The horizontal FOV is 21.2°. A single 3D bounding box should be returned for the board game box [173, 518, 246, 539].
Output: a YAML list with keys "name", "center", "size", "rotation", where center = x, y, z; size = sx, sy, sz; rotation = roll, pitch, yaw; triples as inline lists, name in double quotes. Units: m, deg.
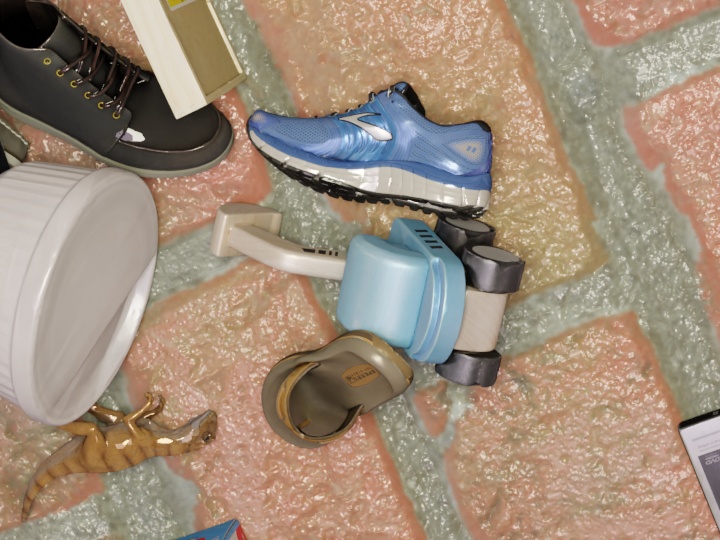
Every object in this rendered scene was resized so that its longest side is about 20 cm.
- name: "board game box"
  center: [-0.157, 0.333, 1.600]
  size: [0.195, 0.056, 0.201]
  rotation: [-20, 99, 15]

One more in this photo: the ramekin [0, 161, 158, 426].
- name: "ramekin"
  center: [-0.240, 0.010, 1.469]
  size: [0.094, 0.202, 0.204]
  rotation: [17, 107, 16]

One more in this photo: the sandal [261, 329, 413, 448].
- name: "sandal"
  center: [-0.028, 0.101, 1.466]
  size: [0.080, 0.054, 0.200]
  rotation: [39, 150, -11]

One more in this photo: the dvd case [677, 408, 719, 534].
- name: "dvd case"
  center: [0.350, 0.186, 1.481]
  size: [0.150, 0.025, 0.201]
  rotation: [-21, 98, 16]

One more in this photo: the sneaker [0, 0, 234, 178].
- name: "sneaker"
  center: [-0.193, -0.138, 1.455]
  size: [0.199, 0.106, 0.075]
  rotation: [17, 64, 7]

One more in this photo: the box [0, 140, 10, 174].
- name: "box"
  center: [-0.392, -0.032, 1.445]
  size: [0.195, 0.124, 0.201]
  rotation: [17, 62, 12]

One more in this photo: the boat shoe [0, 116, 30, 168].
- name: "boat shoe"
  center: [-0.338, -0.152, 1.507]
  size: [0.201, 0.072, 0.060]
  rotation: [37, 73, -12]

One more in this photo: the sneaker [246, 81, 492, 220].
- name: "sneaker"
  center: [0.010, -0.099, 1.460]
  size: [0.199, 0.079, 0.090]
  rotation: [12, 82, 15]

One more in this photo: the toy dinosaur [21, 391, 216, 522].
- name: "toy dinosaur"
  center: [-0.217, 0.142, 1.563]
  size: [0.199, 0.060, 0.107]
  rotation: [-17, 101, 15]

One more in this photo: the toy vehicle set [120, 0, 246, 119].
- name: "toy vehicle set"
  center: [-0.151, -0.218, 1.427]
  size: [0.026, 0.124, 0.201]
  rotation: [-22, 98, 15]

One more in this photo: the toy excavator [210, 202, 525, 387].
- name: "toy excavator"
  center: [0.000, 0.000, 1.456]
  size: [0.199, 0.195, 0.101]
  rotation: [8, 107, -20]
